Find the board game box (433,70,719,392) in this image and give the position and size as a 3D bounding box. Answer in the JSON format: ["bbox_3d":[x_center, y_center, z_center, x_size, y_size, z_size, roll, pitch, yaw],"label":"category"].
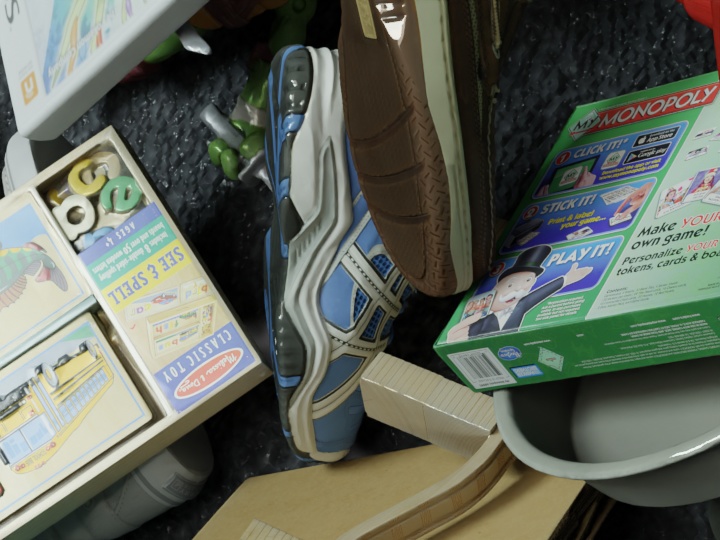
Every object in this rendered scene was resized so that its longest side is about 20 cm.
[{"bbox_3d":[0.129,-0.024,0.950,0.200,0.029,0.135,-12,37,49],"label":"board game box"}]

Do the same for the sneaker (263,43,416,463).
[{"bbox_3d":[0.000,0.000,1.067,0.076,0.077,0.201,-103,14,-50],"label":"sneaker"}]

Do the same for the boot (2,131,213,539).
[{"bbox_3d":[-0.145,0.034,1.196,0.095,0.074,0.200,-32,63,18],"label":"boot"}]

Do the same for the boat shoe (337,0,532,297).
[{"bbox_3d":[0.035,-0.090,0.966,0.075,0.075,0.203,34,139,57],"label":"boat shoe"}]

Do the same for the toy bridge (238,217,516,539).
[{"bbox_3d":[0.032,0.056,1.028,0.067,0.027,0.200,21,54,27],"label":"toy bridge"}]

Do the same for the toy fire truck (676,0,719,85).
[{"bbox_3d":[0.154,-0.131,0.902,0.200,0.129,0.176,32,64,33],"label":"toy fire truck"}]

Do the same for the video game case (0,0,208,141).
[{"bbox_3d":[-0.101,-0.178,1.061,0.200,0.022,0.183,-35,61,44],"label":"video game case"}]

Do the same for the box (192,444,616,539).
[{"bbox_3d":[0.001,0.117,1.034,0.199,0.164,0.021,-13,111,33],"label":"box"}]

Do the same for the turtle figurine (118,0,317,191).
[{"bbox_3d":[-0.091,-0.104,1.148,0.193,0.144,0.201,-4,73,34],"label":"turtle figurine"}]

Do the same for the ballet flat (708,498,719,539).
[{"bbox_3d":[0.195,0.039,0.952,0.200,0.068,0.068,-42,63,21],"label":"ballet flat"}]

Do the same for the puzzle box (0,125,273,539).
[{"bbox_3d":[-0.154,0.046,1.138,0.200,0.025,0.133,-35,73,2],"label":"puzzle box"}]

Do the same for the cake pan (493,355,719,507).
[{"bbox_3d":[0.139,0.011,0.960,0.200,0.037,0.200,-33,25,18],"label":"cake pan"}]
